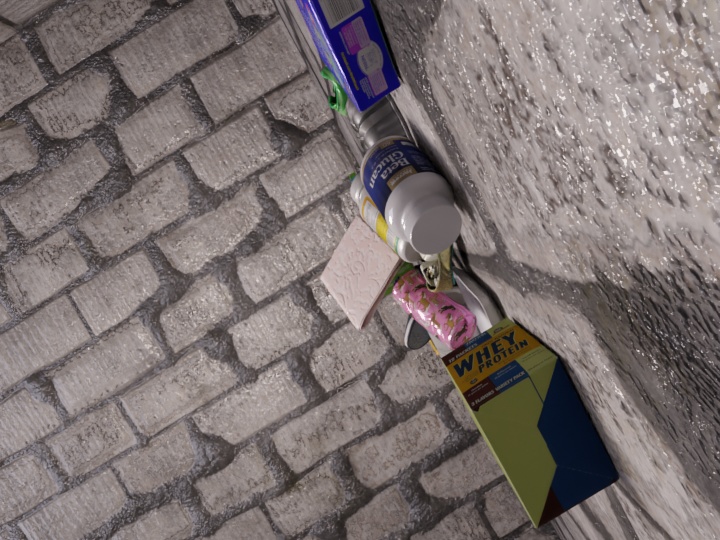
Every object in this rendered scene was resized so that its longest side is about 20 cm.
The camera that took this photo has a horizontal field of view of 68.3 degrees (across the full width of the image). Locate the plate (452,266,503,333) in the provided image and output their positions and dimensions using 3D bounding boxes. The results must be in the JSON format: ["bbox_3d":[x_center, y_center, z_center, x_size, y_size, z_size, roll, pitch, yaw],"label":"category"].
[{"bbox_3d":[0.247,0.098,1.016,0.203,0.032,0.200,61,-176,-19],"label":"plate"}]

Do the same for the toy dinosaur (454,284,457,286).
[{"bbox_3d":[0.234,0.056,1.302,0.088,0.047,0.202,44,-167,-46],"label":"toy dinosaur"}]

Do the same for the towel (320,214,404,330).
[{"bbox_3d":[0.000,0.000,1.203,0.032,0.193,0.200,16,-157,-41],"label":"towel"}]

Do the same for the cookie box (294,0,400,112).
[{"bbox_3d":[-0.034,-0.352,0.744,0.172,0.074,0.202,58,-176,-47],"label":"cookie box"}]

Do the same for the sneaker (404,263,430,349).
[{"bbox_3d":[0.136,0.082,1.295,0.076,0.207,0.145,24,178,-27],"label":"sneaker"}]

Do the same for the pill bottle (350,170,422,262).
[{"bbox_3d":[0.066,-0.118,1.051,0.200,0.112,0.113,47,174,34],"label":"pill bottle"}]

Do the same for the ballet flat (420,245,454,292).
[{"bbox_3d":[0.142,-0.026,0.996,0.202,0.069,0.071,75,170,-51],"label":"ballet flat"}]

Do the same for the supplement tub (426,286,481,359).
[{"bbox_3d":[0.231,0.152,1.203,0.203,0.130,0.132,61,-178,-25],"label":"supplement tub"}]

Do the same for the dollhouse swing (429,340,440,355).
[{"bbox_3d":[0.282,0.246,1.454,0.201,0.177,0.180,-115,15,-66],"label":"dollhouse swing"}]

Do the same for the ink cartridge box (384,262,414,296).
[{"bbox_3d":[0.041,-0.033,1.321,0.076,0.145,0.202,58,-172,-41],"label":"ink cartridge box"}]

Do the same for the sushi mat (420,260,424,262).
[{"bbox_3d":[0.141,-0.101,1.363,0.095,0.012,0.204,27,-139,-61],"label":"sushi mat"}]

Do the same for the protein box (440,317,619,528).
[{"bbox_3d":[0.239,0.211,0.790,0.201,0.133,0.200,60,-178,-9],"label":"protein box"}]

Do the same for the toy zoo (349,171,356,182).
[{"bbox_3d":[0.020,-0.165,1.320,0.133,0.020,0.201,58,-174,-23],"label":"toy zoo"}]

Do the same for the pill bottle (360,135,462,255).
[{"bbox_3d":[0.078,-0.116,0.817,0.112,0.109,0.202,58,-177,-42],"label":"pill bottle"}]

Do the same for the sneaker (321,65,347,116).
[{"bbox_3d":[-0.026,-0.368,1.156,0.202,0.082,0.075,58,-177,-38],"label":"sneaker"}]

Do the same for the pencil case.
[{"bbox_3d":[0.150,0.077,1.093,0.200,0.082,0.087,41,167,41],"label":"pencil case"}]

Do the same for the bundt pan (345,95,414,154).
[{"bbox_3d":[0.036,-0.246,0.972,0.205,0.075,0.202,60,-177,-5],"label":"bundt pan"}]
